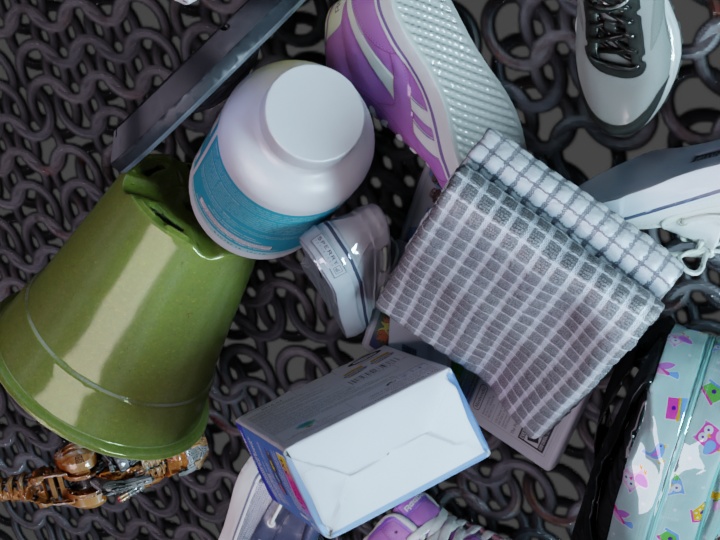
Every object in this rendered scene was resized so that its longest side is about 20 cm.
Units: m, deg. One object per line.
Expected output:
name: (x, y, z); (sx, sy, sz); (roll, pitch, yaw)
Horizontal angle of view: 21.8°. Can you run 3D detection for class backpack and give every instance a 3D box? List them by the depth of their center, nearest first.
backpack: (0.223, 0.132, 1.292); (0.126, 0.167, 0.200); (15, 123, 5)

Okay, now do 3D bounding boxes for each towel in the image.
towel: (0.106, 0.016, 1.261); (0.165, 0.086, 0.200); (33, 150, 3)

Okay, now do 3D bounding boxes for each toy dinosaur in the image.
toy dinosaur: (-0.237, 0.163, 1.642); (0.200, 0.136, 0.102); (5, 109, -13)

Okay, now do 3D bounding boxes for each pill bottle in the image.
pill bottle: (-0.055, -0.082, 1.340); (0.111, 0.111, 0.200); (51, 161, 1)

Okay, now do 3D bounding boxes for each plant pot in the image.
plant pot: (-0.171, 0.014, 1.499); (0.200, 0.200, 0.190); (39, 119, 12)

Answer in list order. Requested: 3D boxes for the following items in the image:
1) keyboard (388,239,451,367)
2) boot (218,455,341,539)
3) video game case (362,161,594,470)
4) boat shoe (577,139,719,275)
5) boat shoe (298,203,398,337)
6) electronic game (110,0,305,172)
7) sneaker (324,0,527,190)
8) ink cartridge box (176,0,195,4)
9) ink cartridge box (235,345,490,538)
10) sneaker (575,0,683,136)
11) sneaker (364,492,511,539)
keyboard: (0.045, 0.070, 1.445); (0.056, 0.011, 0.200); (25, 128, 31)
boot: (-0.074, 0.251, 1.620); (0.090, 0.073, 0.200); (33, 130, 24)
video game case: (0.102, 0.030, 1.399); (0.182, 0.022, 0.200); (33, 131, 17)
boat shoe: (0.232, -0.038, 1.235); (0.202, 0.075, 0.086); (-15, 109, 31)
boat shoe: (0.000, 0.000, 1.391); (0.074, 0.067, 0.200); (58, 175, 7)
electronic game: (-0.103, -0.142, 1.328); (0.042, 0.200, 0.200); (45, 134, -9)
sneaker: (0.043, -0.113, 1.335); (0.114, 0.073, 0.201); (-18, 98, 50)
ink cartridge box: (-0.082, -0.281, 1.231); (0.084, 0.200, 0.145); (25, 127, 23)
ink cartridge box: (-0.006, 0.120, 1.380); (0.076, 0.136, 0.200); (67, 167, -11)
sneaker: (0.163, -0.175, 1.195); (0.074, 0.079, 0.201); (17, 126, 26)
sneaker: (0.079, 0.223, 1.485); (0.200, 0.073, 0.114); (-20, 100, 42)
